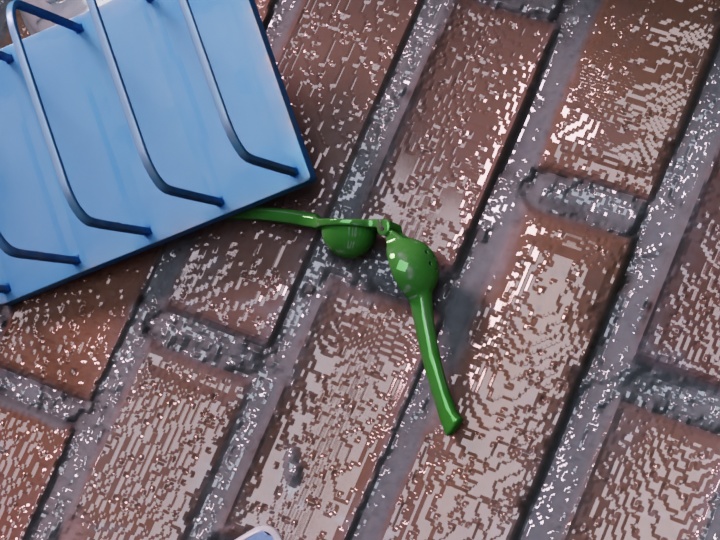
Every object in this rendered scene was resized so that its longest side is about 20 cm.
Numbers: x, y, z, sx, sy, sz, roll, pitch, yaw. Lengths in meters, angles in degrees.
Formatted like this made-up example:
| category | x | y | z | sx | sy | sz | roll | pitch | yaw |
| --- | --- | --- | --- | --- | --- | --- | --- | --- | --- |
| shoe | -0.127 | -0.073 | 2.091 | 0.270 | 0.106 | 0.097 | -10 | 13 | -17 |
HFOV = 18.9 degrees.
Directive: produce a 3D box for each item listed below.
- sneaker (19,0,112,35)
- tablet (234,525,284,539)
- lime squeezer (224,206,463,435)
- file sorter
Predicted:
| category | x | y | z | sx | sy | sz | roll | pitch | yaw |
| --- | --- | --- | --- | --- | --- | --- | --- | --- | --- |
| sneaker | -0.188 | -0.191 | 1.275 | 0.076 | 0.081 | 0.200 | -39 | 70 | -4 |
| tablet | -0.103 | 0.236 | 1.143 | 0.199 | 0.014 | 0.130 | -31 | 67 | 0 |
| lime squeezer | 0.000 | 0.000 | 1.196 | 0.200 | 0.038 | 0.071 | 40 | 116 | 21 |
| file sorter | -0.152 | -0.082 | 1.178 | 0.199 | 0.123 | 0.139 | -21 | 82 | 13 |
